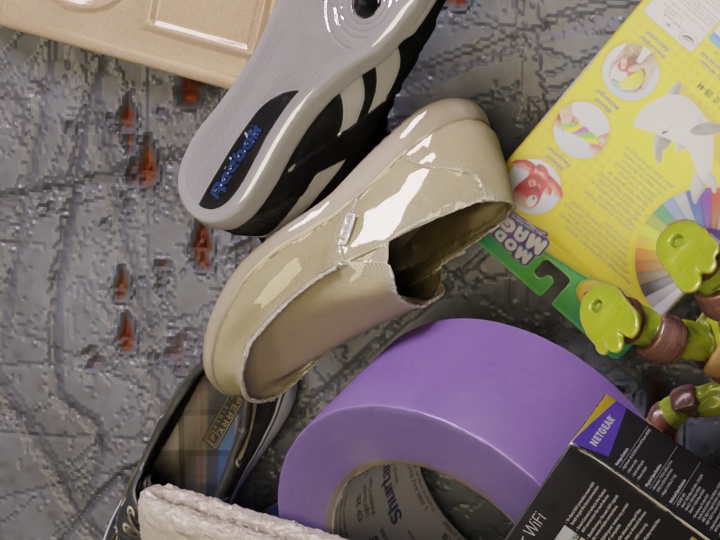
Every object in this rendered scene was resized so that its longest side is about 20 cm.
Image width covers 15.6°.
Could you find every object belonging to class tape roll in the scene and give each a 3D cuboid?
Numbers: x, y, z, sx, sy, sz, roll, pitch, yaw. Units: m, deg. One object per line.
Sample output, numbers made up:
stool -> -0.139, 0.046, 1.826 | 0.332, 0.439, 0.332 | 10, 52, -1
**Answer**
tape roll -> 0.062, 0.130, 1.339 | 0.200, 0.085, 0.200 | 22, 133, 26

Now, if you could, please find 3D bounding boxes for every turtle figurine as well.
turtle figurine -> 0.197, 0.032, 1.319 | 0.200, 0.065, 0.161 | -29, 137, 30

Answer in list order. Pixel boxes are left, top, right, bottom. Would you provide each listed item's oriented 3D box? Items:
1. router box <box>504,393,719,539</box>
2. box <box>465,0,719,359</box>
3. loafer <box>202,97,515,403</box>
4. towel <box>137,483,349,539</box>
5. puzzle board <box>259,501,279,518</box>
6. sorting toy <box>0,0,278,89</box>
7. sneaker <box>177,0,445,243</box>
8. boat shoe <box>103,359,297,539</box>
router box -> 0.124, 0.180, 1.218 | 0.157, 0.052, 0.200 | 35, 124, 6
box -> 0.155, -0.062, 1.343 | 0.117, 0.048, 0.200 | 42, 106, 3
loafer -> 0.000, 0.000, 1.335 | 0.200, 0.076, 0.068 | -47, 58, 14
towel -> -0.027, 0.187, 1.367 | 0.200, 0.034, 0.133 | 16, 127, 28
puzzle board -> -0.055, 0.222, 1.468 | 0.200, 0.017, 0.151 | -31, 92, 17
sorting toy -> -0.100, -0.200, 1.390 | 0.200, 0.036, 0.186 | 17, 105, 15
sneaker -> 0.000, -0.097, 1.347 | 0.200, 0.112, 0.073 | -49, 57, 16
boat shoe -> -0.101, 0.124, 1.432 | 0.069, 0.057, 0.200 | 31, 103, 20
